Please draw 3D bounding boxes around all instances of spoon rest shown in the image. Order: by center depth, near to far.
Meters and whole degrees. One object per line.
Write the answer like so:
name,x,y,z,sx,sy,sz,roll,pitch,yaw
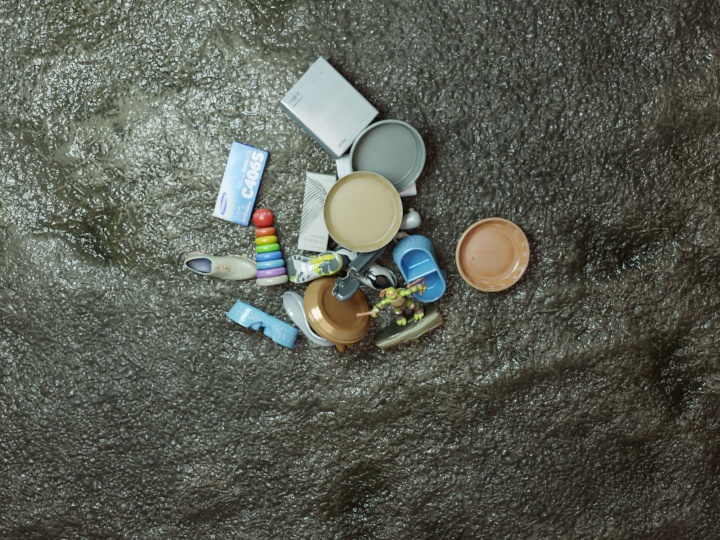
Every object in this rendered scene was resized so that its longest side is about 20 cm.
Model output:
spoon rest,-0.141,0.131,1.682,0.200,0.061,0.100,38,141,23

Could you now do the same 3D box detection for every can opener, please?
can opener,0.000,0.000,1.637,0.066,0.053,0.200,35,75,20

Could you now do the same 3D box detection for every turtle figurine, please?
turtle figurine,0.094,0.086,1.667,0.199,0.065,0.161,-31,142,7

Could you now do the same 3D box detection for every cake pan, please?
cake pan,0.065,-0.286,1.600,0.199,0.037,0.201,-7,121,-11

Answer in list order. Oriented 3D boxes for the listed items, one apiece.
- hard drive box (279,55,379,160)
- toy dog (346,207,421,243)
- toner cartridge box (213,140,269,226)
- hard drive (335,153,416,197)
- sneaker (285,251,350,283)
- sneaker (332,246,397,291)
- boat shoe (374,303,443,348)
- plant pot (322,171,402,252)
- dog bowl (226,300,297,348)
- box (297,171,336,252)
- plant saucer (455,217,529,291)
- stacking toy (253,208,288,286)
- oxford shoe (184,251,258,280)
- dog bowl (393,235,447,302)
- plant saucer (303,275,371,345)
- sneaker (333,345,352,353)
hard drive box,-0.080,-0.405,1.592,0.200,0.077,0.156,43,87,-10
toy dog,0.053,-0.139,1.662,0.199,0.132,0.097,1,64,-8
toner cartridge box,-0.310,-0.225,1.648,0.094,0.043,0.201,17,101,-5
hard drive,0.041,-0.251,1.669,0.199,0.027,0.133,-9,102,-1
sneaker,-0.112,-0.006,1.667,0.199,0.084,0.075,-5,86,37
sneaker,0.013,-0.004,1.694,0.199,0.080,0.074,27,101,-6
boat shoe,0.138,0.172,1.746,0.199,0.072,0.076,-27,118,4
plant pot,0.005,-0.148,1.591,0.199,0.027,0.201,0,99,0
dog bowl,-0.257,0.142,1.691,0.199,0.111,0.050,28,85,-8
box,-0.114,-0.153,1.660,0.082,0.068,0.201,6,101,-4
plant saucer,0.355,-0.044,1.716,0.199,0.037,0.201,0,102,-2
stacking toy,-0.244,-0.063,1.665,0.085,0.085,0.201,-7,95,-1
oxford shoe,-0.367,-0.005,1.675,0.199,0.074,0.071,5,101,-4
dog bowl,0.163,0.002,1.687,0.111,0.050,0.201,-24,120,11
plant saucer,-0.053,0.097,1.662,0.200,0.201,0.037,36,137,-10
sneaker,-0.064,0.120,1.728,0.090,0.070,0.201,-25,103,-11
